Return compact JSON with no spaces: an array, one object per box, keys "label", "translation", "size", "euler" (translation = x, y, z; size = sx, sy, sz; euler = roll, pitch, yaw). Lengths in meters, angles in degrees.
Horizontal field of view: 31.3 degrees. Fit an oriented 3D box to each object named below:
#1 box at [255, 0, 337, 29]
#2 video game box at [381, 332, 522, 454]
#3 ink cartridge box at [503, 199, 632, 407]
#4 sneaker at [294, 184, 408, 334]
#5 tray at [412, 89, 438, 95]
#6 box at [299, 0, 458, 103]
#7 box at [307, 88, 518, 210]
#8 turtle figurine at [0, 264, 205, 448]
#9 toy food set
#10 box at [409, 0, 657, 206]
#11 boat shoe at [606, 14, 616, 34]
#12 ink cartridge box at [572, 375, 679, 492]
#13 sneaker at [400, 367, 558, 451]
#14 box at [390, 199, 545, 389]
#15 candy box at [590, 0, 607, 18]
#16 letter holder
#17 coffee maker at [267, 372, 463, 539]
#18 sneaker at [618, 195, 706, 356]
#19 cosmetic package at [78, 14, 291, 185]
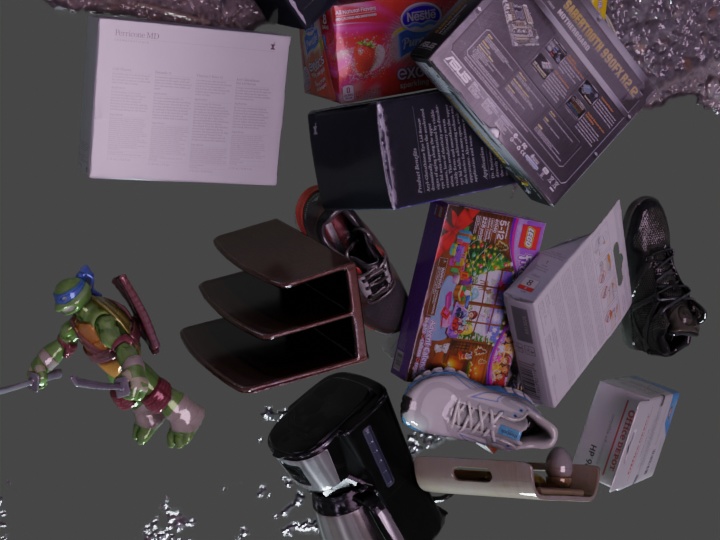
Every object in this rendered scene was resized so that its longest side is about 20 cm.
[{"label":"box","translation":[-0.053,-0.372,1.246],"size":[0.200,0.104,0.183],"euler":[-44,120,-10]},{"label":"video game box","translation":[0.148,0.086,1.508],"size":[0.183,0.047,0.200],"euler":[-48,119,-5]},{"label":"ink cartridge box","translation":[0.243,0.033,1.484],"size":[0.200,0.050,0.164],"euler":[-47,136,-35]},{"label":"sneaker","translation":[0.000,0.000,1.386],"size":[0.077,0.082,0.201],"euler":[-43,118,-10]},{"label":"tray","translation":[0.117,-0.156,1.431],"size":[0.198,0.037,0.100],"euler":[-16,110,-24]},{"label":"box","translation":[0.042,-0.241,1.334],"size":[0.198,0.095,0.101],"euler":[-12,108,-24]},{"label":"box","translation":[0.069,-0.128,1.294],"size":[0.198,0.147,0.106],"euler":[-14,99,-27]},{"label":"turtle figurine","translation":[-0.257,0.117,1.255],"size":[0.143,0.201,0.194],"euler":[-26,125,20]},{"label":"toy food set","translation":[0.166,0.222,1.432],"size":[0.199,0.142,0.061],"euler":[18,73,-56]},{"label":"box","translation":[0.166,-0.187,1.217],"size":[0.159,0.048,0.200],"euler":[-48,114,-6]},{"label":"boat shoe","translation":[0.249,-0.292,1.446],"size":[0.072,0.062,0.201],"euler":[-40,117,-12]},{"label":"ink cartridge box","translation":[0.318,0.195,1.555],"size":[0.199,0.067,0.118],"euler":[6,103,-64]},{"label":"sneaker","translation":[0.136,0.158,1.399],"size":[0.198,0.086,0.076],"euler":[10,100,-32]},{"label":"box","translation":[0.121,0.030,1.430],"size":[0.135,0.039,0.203],"euler":[8,99,-30]},{"label":"candy box","translation":[0.182,-0.246,1.345],"size":[0.026,0.199,0.104],"euler":[-1,105,-30]},{"label":"letter holder","translation":[-0.101,0.032,1.275],"size":[0.141,0.200,0.102],"euler":[-16,110,-22]},{"label":"coffee maker","translation":[0.006,0.217,1.437],"size":[0.192,0.133,0.202],"euler":[-52,128,-46]},{"label":"sneaker","translation":[0.371,0.012,1.564],"size":[0.075,0.114,0.202],"euler":[-10,106,-26]},{"label":"cosmetic package","translation":[-0.173,-0.167,1.270],"size":[0.198,0.052,0.153],"euler":[1,105,-27]}]
